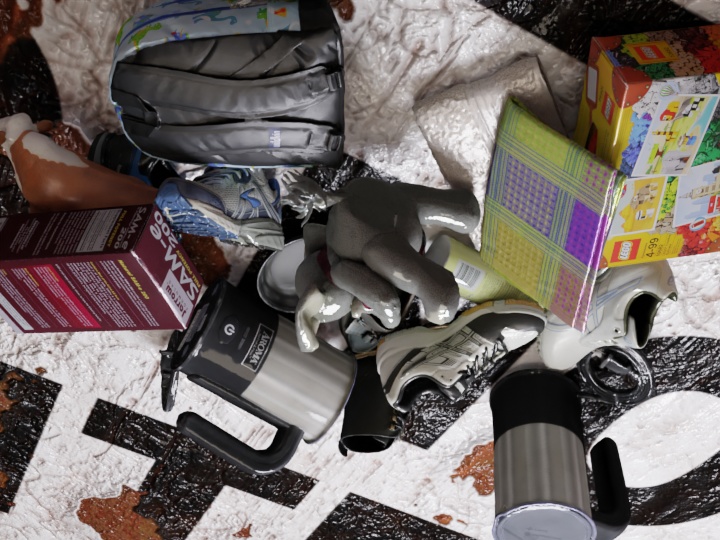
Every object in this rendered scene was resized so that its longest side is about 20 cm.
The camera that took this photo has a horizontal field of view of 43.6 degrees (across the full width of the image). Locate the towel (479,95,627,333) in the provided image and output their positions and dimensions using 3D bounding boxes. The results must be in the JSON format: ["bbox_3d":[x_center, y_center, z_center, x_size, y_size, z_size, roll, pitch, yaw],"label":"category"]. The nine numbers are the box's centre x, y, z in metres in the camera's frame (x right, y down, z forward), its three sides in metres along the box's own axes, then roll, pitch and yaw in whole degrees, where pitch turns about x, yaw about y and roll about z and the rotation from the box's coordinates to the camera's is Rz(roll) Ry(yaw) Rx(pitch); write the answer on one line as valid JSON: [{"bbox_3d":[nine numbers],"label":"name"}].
[{"bbox_3d":[0.171,-0.047,0.836,0.023,0.143,0.203,-28,140,-27],"label":"towel"}]

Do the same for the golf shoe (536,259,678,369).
[{"bbox_3d":[0.258,0.055,0.955,0.077,0.098,0.202,2,135,-27],"label":"golf shoe"}]

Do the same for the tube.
[{"bbox_3d":[0.158,0.023,0.993,0.197,0.053,0.058,25,172,-25],"label":"tube"}]

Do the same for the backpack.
[{"bbox_3d":[-0.121,-0.166,0.790,0.195,0.156,0.165,-14,139,-10],"label":"backpack"}]

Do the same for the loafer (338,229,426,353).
[{"bbox_3d":[0.023,0.036,0.996,0.070,0.064,0.202,3,138,-19],"label":"loafer"}]

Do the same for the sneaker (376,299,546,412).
[{"bbox_3d":[0.114,0.099,0.981,0.196,0.089,0.076,-21,142,18],"label":"sneaker"}]

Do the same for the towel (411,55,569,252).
[{"bbox_3d":[0.143,-0.103,0.880,0.130,0.035,0.201,-17,129,21],"label":"towel"}]

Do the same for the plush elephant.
[{"bbox_3d":[0.000,0.000,0.866,0.196,0.167,0.156,18,135,-6],"label":"plush elephant"}]

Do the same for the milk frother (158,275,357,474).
[{"bbox_3d":[-0.136,0.124,1.065,0.186,0.200,0.183,32,88,-18],"label":"milk frother"}]

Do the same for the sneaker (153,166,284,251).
[{"bbox_3d":[-0.132,-0.074,0.861,0.075,0.087,0.200,7,177,19],"label":"sneaker"}]

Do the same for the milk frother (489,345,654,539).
[{"bbox_3d":[0.245,0.200,1.039,0.176,0.191,0.203,7,134,-1],"label":"milk frother"}]

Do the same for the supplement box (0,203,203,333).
[{"bbox_3d":[-0.257,0.002,0.829,0.195,0.062,0.110,-2,139,21],"label":"supplement box"}]

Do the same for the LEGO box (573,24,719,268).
[{"bbox_3d":[0.271,-0.108,0.806,0.145,0.078,0.203,-8,134,-7],"label":"LEGO box"}]

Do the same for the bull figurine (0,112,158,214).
[{"bbox_3d":[-0.272,-0.067,0.865,0.196,0.066,0.123,25,128,-4],"label":"bull figurine"}]

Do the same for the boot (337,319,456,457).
[{"bbox_3d":[0.067,0.143,1.050,0.196,0.140,0.078,-19,130,22],"label":"boot"}]

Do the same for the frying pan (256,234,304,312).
[{"bbox_3d":[-0.041,-0.025,0.968,0.113,0.031,0.191,12,127,-32],"label":"frying pan"}]

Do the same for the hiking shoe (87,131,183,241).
[{"bbox_3d":[-0.211,-0.053,0.938,0.085,0.075,0.203,-4,133,15],"label":"hiking shoe"}]
